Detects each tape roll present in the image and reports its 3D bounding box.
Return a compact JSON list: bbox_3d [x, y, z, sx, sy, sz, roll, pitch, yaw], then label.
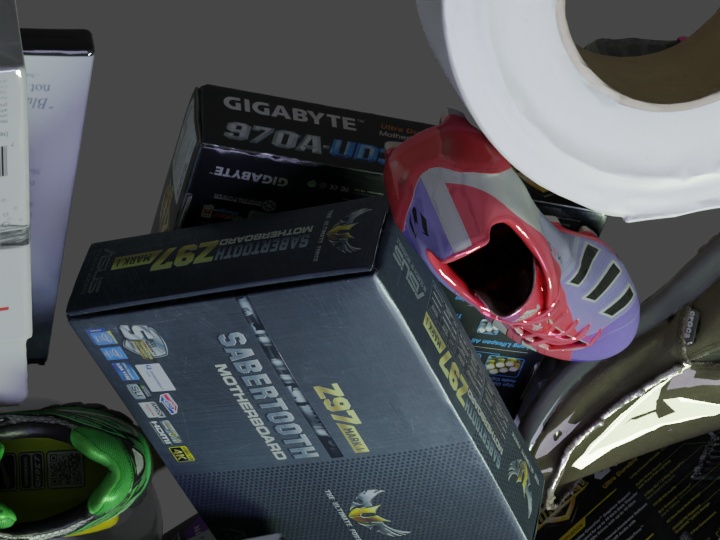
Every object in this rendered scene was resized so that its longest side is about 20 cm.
[{"bbox_3d":[0.124,-0.126,1.041,0.201,0.071,0.204,-4,113,-10],"label":"tape roll"}]

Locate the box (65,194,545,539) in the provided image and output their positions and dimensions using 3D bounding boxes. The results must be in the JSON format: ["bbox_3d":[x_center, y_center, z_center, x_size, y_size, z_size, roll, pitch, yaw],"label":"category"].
[{"bbox_3d":[-0.021,0.060,1.146,0.157,0.051,0.201,-8,134,24],"label":"box"}]

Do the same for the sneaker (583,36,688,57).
[{"bbox_3d":[0.189,-0.093,1.147,0.198,0.074,0.088,5,129,-23],"label":"sneaker"}]

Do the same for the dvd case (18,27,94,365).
[{"bbox_3d":[-0.202,-0.029,1.132,0.142,0.018,0.201,-1,135,-17],"label":"dvd case"}]

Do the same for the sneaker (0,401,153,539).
[{"bbox_3d":[-0.194,0.095,1.129,0.198,0.079,0.085,-11,176,-5],"label":"sneaker"}]

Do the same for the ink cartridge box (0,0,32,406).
[{"bbox_3d":[-0.202,-0.027,1.071,0.115,0.068,0.201,-5,135,-12],"label":"ink cartridge box"}]

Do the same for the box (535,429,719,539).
[{"bbox_3d":[0.185,0.119,1.261,0.200,0.160,0.049,-42,136,2],"label":"box"}]

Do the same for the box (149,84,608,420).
[{"bbox_3d":[0.000,0.000,1.184,0.198,0.046,0.160,8,132,-13],"label":"box"}]

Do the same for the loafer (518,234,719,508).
[{"bbox_3d":[0.154,0.052,1.224,0.200,0.070,0.075,-42,163,-3],"label":"loafer"}]

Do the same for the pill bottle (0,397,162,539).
[{"bbox_3d":[-0.195,0.164,1.262,0.112,0.113,0.200,22,125,-33],"label":"pill bottle"}]

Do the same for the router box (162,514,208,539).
[{"bbox_3d":[-0.090,0.232,1.394,0.149,0.051,0.200,-32,135,11],"label":"router box"}]

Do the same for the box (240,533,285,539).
[{"bbox_3d":[-0.081,0.212,1.233,0.116,0.060,0.201,-11,146,-3],"label":"box"}]

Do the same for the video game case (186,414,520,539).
[{"bbox_3d":[0.004,0.152,1.308,0.199,0.018,0.144,-26,134,-6],"label":"video game case"}]

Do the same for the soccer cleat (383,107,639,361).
[{"bbox_3d":[0.072,0.005,1.096,0.066,0.077,0.200,-27,142,15],"label":"soccer cleat"}]

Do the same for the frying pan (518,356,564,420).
[{"bbox_3d":[0.061,0.057,1.295,0.189,0.031,0.115,-2,133,-17],"label":"frying pan"}]
